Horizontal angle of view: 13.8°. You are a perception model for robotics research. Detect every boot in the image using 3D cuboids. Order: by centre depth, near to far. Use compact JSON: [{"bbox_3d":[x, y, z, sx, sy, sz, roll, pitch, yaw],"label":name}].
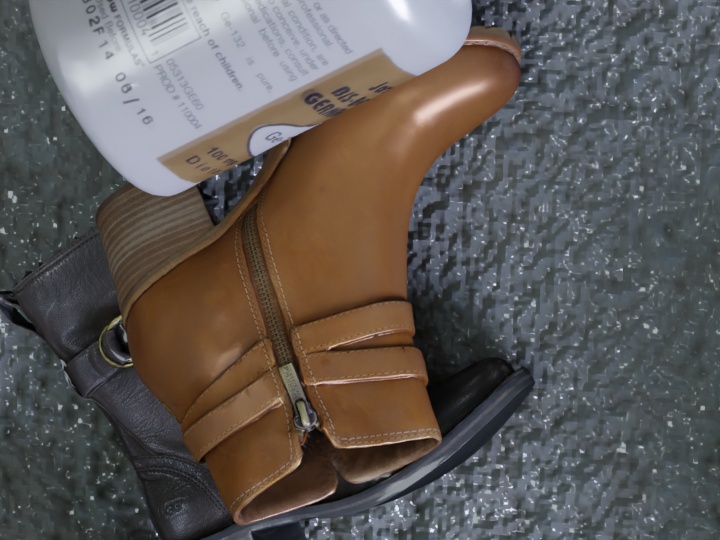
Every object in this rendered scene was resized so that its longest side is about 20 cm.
[{"bbox_3d":[0.000,0.000,1.204,0.200,0.077,0.155,-26,62,-1],"label":"boot"},{"bbox_3d":[-0.044,0.030,1.275,0.200,0.069,0.174,-28,83,12],"label":"boot"}]

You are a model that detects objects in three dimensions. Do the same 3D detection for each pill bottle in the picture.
[{"bbox_3d":[-0.018,-0.119,1.156,0.200,0.114,0.114,-25,92,16],"label":"pill bottle"}]
